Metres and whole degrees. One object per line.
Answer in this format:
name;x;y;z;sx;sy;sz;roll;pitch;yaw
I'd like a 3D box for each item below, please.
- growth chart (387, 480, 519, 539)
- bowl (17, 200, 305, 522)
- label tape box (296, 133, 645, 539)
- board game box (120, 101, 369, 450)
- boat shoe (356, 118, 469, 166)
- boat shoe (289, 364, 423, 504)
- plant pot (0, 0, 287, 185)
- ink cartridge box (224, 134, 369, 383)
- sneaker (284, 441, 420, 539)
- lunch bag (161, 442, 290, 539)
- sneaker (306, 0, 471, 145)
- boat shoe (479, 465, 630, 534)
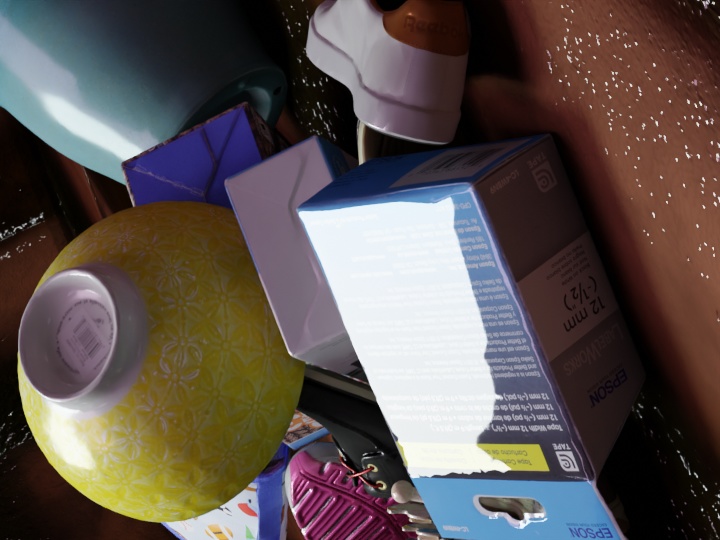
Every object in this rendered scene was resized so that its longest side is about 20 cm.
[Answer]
growth chart;0.097;0.156;1.193;0.200;0.143;0.018;-148;69;-73
bowl;-0.142;0.048;1.285;0.107;0.200;0.201;17;-145;-55
label tape box;0.066;0.038;1.086;0.143;0.066;0.201;-5;115;52
board game box;-0.060;0.009;1.435;0.161;0.096;0.200;70;-169;24
boat shoe;0.040;-0.015;1.198;0.066;0.071;0.202;33;152;60
boat shoe;0.022;0.113;1.338;0.201;0.064;0.073;32;174;-39
plant pot;-0.159;-0.154;1.548;0.188;0.200;0.201;43;162;19
ink cartridge box;0.000;0.000;1.297;0.117;0.066;0.200;67;-166;15
sneaker;0.010;0.159;1.559;0.199;0.081;0.089;31;-152;-48
lunch bag;-0.117;0.116;1.599;0.200;0.123;0.171;51;157;26
sneaker;0.022;-0.129;1.090;0.200;0.072;0.085;-124;44;-68
boat shoe;0.103;0.105;1.202;0.200;0.072;0.066;-156;57;-75
